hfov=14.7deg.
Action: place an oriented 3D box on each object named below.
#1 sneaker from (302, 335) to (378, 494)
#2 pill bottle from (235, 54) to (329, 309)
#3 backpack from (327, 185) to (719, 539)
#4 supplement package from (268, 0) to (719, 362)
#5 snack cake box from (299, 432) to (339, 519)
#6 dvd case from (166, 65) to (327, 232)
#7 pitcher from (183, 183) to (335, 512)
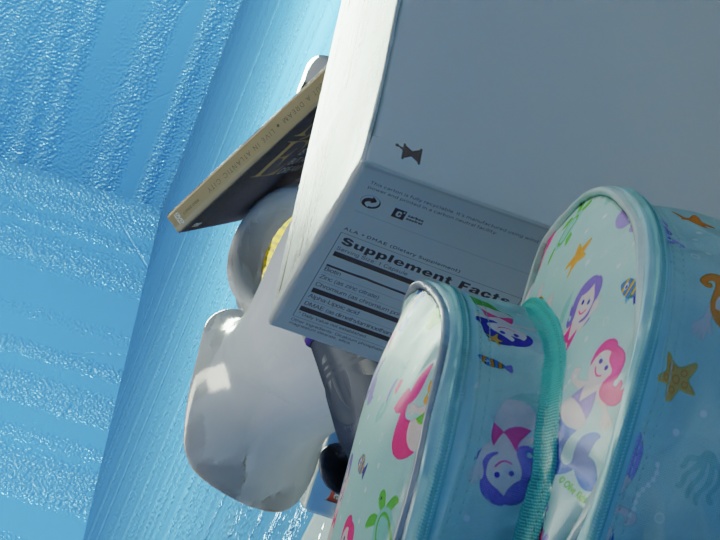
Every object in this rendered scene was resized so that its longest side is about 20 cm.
[{"bbox_3d":[0.068,0.051,1.110,0.199,0.147,0.080,-16,-15,-48],"label":"sneaker"},{"bbox_3d":[-0.007,-0.015,1.617,0.112,0.112,0.201,-134,62,-81],"label":"pill bottle"},{"bbox_3d":[0.070,0.075,0.844,0.178,0.150,0.201,-102,35,-76],"label":"backpack"},{"bbox_3d":[0.070,-0.062,1.042,0.111,0.155,0.201,122,164,-53],"label":"supplement package"},{"bbox_3d":[0.025,0.033,1.470,0.115,0.067,0.201,-137,65,-83],"label":"snack cake box"},{"bbox_3d":[0.005,-0.091,1.434,0.200,0.016,0.149,-42,-12,25],"label":"dvd case"},{"bbox_3d":[0.000,0.000,1.355,0.200,0.121,0.172,-38,44,37],"label":"pitcher"}]
